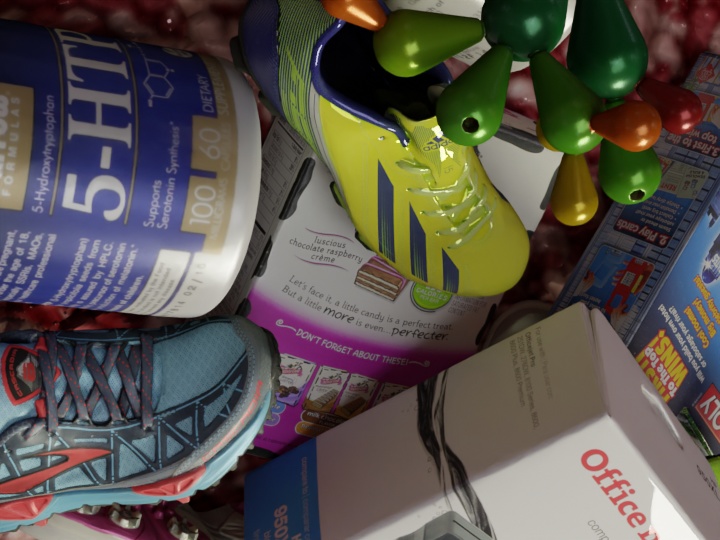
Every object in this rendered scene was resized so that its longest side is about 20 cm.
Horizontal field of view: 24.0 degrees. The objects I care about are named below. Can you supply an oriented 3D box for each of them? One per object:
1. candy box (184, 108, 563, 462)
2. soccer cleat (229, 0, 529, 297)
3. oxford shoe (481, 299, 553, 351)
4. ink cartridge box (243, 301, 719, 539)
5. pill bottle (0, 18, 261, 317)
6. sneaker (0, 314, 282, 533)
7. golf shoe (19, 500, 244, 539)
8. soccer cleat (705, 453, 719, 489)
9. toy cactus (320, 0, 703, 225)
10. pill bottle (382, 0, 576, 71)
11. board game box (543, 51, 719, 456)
[{"bbox_3d":[0.000,0.000,0.852,0.136,0.061,0.201,17,107,-29],"label":"candy box"},{"bbox_3d":[0.023,-0.051,0.742,0.200,0.083,0.065,47,63,-34],"label":"soccer cleat"},{"bbox_3d":[0.095,0.118,0.924,0.075,0.058,0.202,4,93,5],"label":"oxford shoe"},{"bbox_3d":[0.063,0.126,0.825,0.199,0.085,0.145,-29,124,18],"label":"ink cartridge box"},{"bbox_3d":[-0.154,-0.047,0.725,0.199,0.120,0.120,6,112,-27],"label":"pill bottle"},{"bbox_3d":[-0.133,0.066,0.771,0.199,0.080,0.096,-21,148,12],"label":"sneaker"},{"bbox_3d":[-0.102,0.158,0.881,0.199,0.075,0.092,23,107,-30],"label":"golf shoe"},{"bbox_3d":[0.161,0.171,0.932,0.067,0.081,0.201,32,117,8],"label":"soccer cleat"},{"bbox_3d":[0.077,-0.121,0.672,0.200,0.102,0.166,41,65,-19],"label":"toy cactus"},{"bbox_3d":[0.008,-0.174,0.736,0.199,0.114,0.115,22,104,-31],"label":"pill bottle"},{"bbox_3d":[0.182,0.025,0.916,0.200,0.062,0.200,-47,129,-14],"label":"board game box"}]
